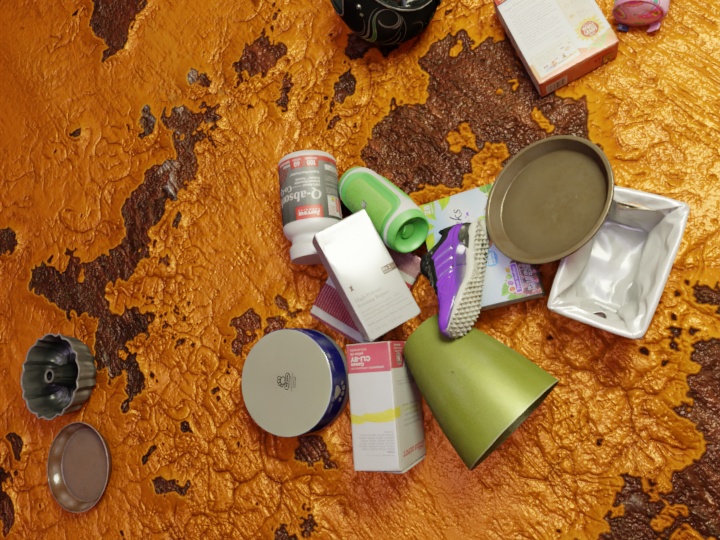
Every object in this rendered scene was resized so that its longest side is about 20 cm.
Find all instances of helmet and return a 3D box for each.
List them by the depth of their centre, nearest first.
[{"bbox_3d":[0.046,-0.517,0.950,0.200,0.191,0.200,-1,96,-13],"label":"helmet"}]

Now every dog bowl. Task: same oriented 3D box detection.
[{"bbox_3d":[-0.123,0.210,0.980,0.200,0.079,0.200,-4,81,23],"label":"dog bowl"}]

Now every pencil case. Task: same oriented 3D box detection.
[{"bbox_3d":[0.475,-0.491,0.819,0.087,0.087,0.200,21,92,25],"label":"pencil case"}]

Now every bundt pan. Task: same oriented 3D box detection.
[{"bbox_3d":[-0.710,0.250,1.232,0.202,0.076,0.202,-4,81,24],"label":"bundt pan"}]

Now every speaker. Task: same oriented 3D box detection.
[{"bbox_3d":[0.037,-0.113,0.922,0.088,0.088,0.200,-51,45,9],"label":"speaker"}]

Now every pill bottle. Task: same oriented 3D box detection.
[{"bbox_3d":[-0.095,-0.118,0.994,0.116,0.116,0.200,-11,78,22],"label":"pill bottle"}]

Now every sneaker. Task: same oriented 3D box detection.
[{"bbox_3d":[0.138,0.013,0.813,0.099,0.070,0.200,0,59,34],"label":"sneaker"}]

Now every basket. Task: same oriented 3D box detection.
[{"bbox_3d":[0.377,-0.009,0.767,0.135,0.123,0.200,20,90,25],"label":"basket"}]

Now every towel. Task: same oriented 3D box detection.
[{"bbox_3d":[0.010,0.032,0.952,0.144,0.023,0.200,31,102,5],"label":"towel"}]

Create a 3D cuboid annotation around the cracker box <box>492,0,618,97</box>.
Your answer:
[{"bbox_3d":[0.329,-0.421,0.884,0.134,0.058,0.200,-26,74,18],"label":"cracker box"}]

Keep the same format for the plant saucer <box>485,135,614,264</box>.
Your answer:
[{"bbox_3d":[0.278,-0.103,0.767,0.200,0.029,0.200,-22,59,42],"label":"plant saucer"}]

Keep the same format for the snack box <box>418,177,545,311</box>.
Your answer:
[{"bbox_3d":[0.203,-0.035,0.878,0.168,0.068,0.200,-15,75,22],"label":"snack box"}]

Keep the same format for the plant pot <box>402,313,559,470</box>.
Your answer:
[{"bbox_3d":[0.165,0.168,0.806,0.200,0.187,0.187,44,101,26],"label":"plant pot"}]

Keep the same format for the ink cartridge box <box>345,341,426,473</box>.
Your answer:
[{"bbox_3d":[0.045,0.222,0.867,0.083,0.145,0.200,-9,78,22],"label":"ink cartridge box"}]

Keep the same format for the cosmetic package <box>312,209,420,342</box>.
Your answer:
[{"bbox_3d":[0.007,0.010,0.871,0.102,0.074,0.200,-29,86,-12],"label":"cosmetic package"}]

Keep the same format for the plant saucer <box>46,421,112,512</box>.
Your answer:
[{"bbox_3d":[-0.647,0.453,1.199,0.200,0.034,0.201,-3,82,24],"label":"plant saucer"}]
